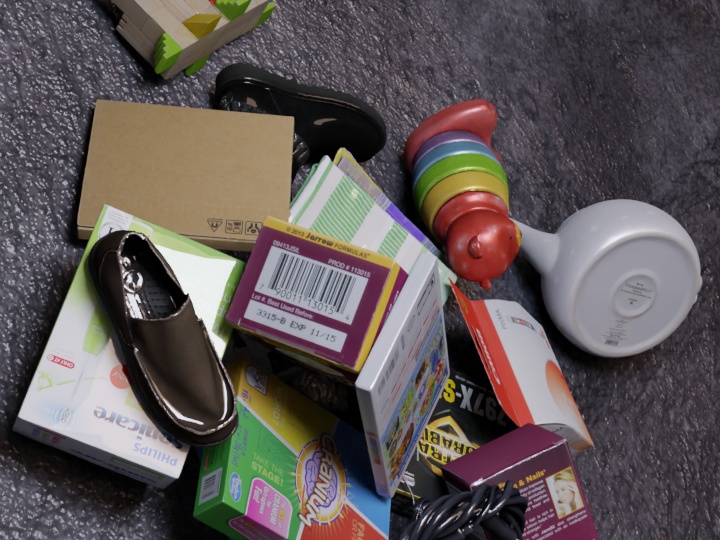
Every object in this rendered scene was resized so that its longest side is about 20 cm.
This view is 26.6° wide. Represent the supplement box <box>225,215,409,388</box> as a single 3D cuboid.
[{"bbox_3d":[-0.020,0.040,1.363,0.104,0.130,0.200,-69,161,-8],"label":"supplement box"}]

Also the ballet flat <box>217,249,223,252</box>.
[{"bbox_3d":[-0.182,0.005,1.451,0.070,0.069,0.200,52,50,-3],"label":"ballet flat"}]

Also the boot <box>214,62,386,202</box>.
[{"bbox_3d":[-0.067,-0.113,1.587,0.210,0.079,0.159,14,53,-24],"label":"boot"}]

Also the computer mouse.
[{"bbox_3d":[0.044,0.193,1.480,0.058,0.034,0.201,-14,76,-42],"label":"computer mouse"}]

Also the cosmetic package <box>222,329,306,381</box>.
[{"bbox_3d":[-0.136,0.083,1.446,0.199,0.051,0.083,-18,78,-43],"label":"cosmetic package"}]

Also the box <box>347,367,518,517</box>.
[{"bbox_3d":[0.077,0.178,1.571,0.199,0.049,0.161,25,52,-27],"label":"box"}]

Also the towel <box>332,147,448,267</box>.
[{"bbox_3d":[0.007,-0.013,1.588,0.200,0.023,0.144,47,61,-28],"label":"towel"}]

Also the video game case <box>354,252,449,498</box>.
[{"bbox_3d":[0.040,0.097,1.355,0.018,0.201,0.144,17,59,18],"label":"video game case"}]

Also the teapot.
[{"bbox_3d":[0.292,-0.006,1.776,0.201,0.196,0.146,61,-2,-34],"label":"teapot"}]

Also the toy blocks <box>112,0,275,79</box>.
[{"bbox_3d":[-0.192,-0.290,1.584,0.137,0.100,0.200,46,46,5],"label":"toy blocks"}]

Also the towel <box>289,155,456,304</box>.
[{"bbox_3d":[0.000,0.000,1.530,0.200,0.023,0.153,42,58,-19],"label":"towel"}]

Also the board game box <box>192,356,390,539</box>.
[{"bbox_3d":[-0.055,0.190,1.363,0.200,0.040,0.154,36,41,-32],"label":"board game box"}]

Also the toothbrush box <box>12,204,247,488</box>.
[{"bbox_3d":[-0.196,0.068,1.324,0.145,0.086,0.201,23,72,-10],"label":"toothbrush box"}]

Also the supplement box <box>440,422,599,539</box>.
[{"bbox_3d":[0.170,0.268,1.505,0.110,0.086,0.201,-23,102,-16],"label":"supplement box"}]

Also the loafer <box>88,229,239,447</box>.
[{"bbox_3d":[-0.163,0.054,1.252,0.073,0.071,0.201,-30,87,-21],"label":"loafer"}]

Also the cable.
[{"bbox_3d":[0.083,0.271,1.367,0.199,0.164,0.051,-9,31,-41],"label":"cable"}]

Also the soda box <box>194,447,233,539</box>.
[{"bbox_3d":[-0.086,0.217,1.405,0.068,0.064,0.201,-12,76,-42],"label":"soda box"}]

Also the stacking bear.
[{"bbox_3d":[0.118,-0.071,1.655,0.113,0.122,0.201,-13,46,-1],"label":"stacking bear"}]

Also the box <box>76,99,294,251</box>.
[{"bbox_3d":[-0.164,-0.092,1.465,0.198,0.021,0.164,4,52,-4],"label":"box"}]

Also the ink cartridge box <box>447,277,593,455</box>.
[{"bbox_3d":[0.170,0.097,1.606,0.200,0.050,0.163,46,20,-56],"label":"ink cartridge box"}]
